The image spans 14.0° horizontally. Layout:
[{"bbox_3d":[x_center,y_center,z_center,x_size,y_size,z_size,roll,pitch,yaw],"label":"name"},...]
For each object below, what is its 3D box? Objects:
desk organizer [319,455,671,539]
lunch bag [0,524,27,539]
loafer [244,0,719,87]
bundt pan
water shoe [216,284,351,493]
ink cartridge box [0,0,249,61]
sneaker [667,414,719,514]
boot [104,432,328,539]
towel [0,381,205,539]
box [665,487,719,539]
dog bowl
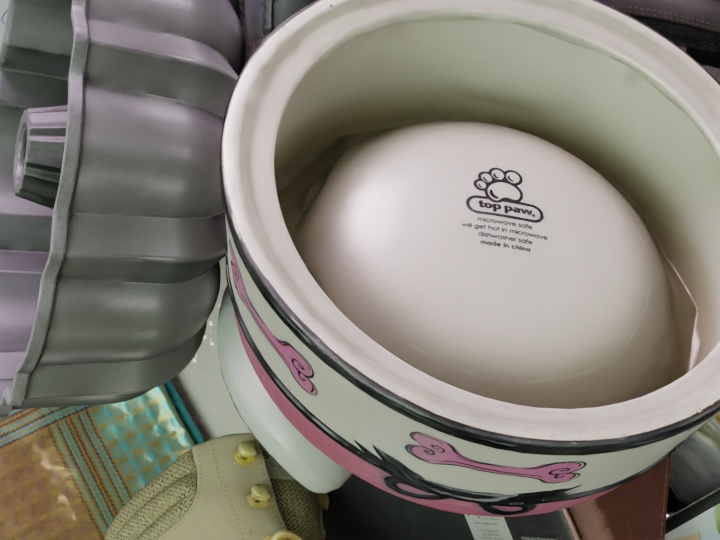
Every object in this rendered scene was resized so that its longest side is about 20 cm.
[{"bbox_3d":[0.049,0.074,1.110,0.200,0.077,0.072,-7,108,60],"label":"desk organizer"},{"bbox_3d":[-0.166,0.199,1.310,0.176,0.082,0.200,-10,97,24],"label":"lunch bag"},{"bbox_3d":[0.053,-0.088,1.082,0.200,0.072,0.063,9,82,-10],"label":"loafer"},{"bbox_3d":[-0.093,-0.041,1.109,0.076,0.202,0.202,6,111,-16],"label":"bundt pan"},{"bbox_3d":[0.000,0.000,1.104,0.079,0.200,0.072,-33,115,25],"label":"water shoe"},{"bbox_3d":[-0.074,-0.144,1.190,0.200,0.041,0.200,43,117,10],"label":"ink cartridge box"},{"bbox_3d":[0.085,0.006,1.130,0.088,0.076,0.200,-38,79,40],"label":"sneaker"},{"bbox_3d":[-0.011,0.120,1.074,0.200,0.156,0.073,-29,134,23],"label":"boot"},{"bbox_3d":[-0.122,0.119,1.243,0.200,0.147,0.022,62,164,1],"label":"towel"},{"bbox_3d":[0.177,0.099,1.080,0.200,0.117,0.060,-34,72,31],"label":"box"},{"bbox_3d":[0.043,-0.004,0.992,0.200,0.200,0.074,37,143,14],"label":"dog bowl"}]
